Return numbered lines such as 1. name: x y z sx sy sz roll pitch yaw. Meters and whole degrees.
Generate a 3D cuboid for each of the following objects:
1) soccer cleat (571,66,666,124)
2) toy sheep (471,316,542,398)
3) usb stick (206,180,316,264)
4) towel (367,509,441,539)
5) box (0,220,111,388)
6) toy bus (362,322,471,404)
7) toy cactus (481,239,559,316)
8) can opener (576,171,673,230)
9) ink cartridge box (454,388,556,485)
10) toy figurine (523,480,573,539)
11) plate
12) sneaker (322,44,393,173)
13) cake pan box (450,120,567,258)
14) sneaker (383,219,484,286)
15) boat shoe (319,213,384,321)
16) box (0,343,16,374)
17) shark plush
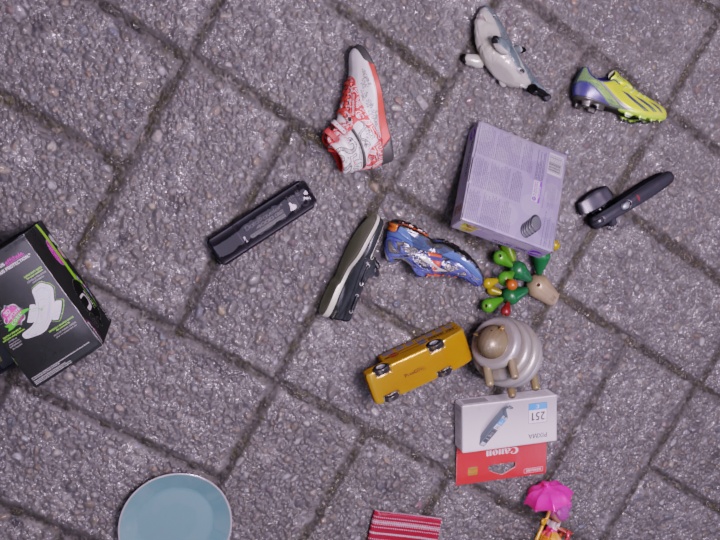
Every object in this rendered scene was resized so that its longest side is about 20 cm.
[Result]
1. soccer cleat: 0.478 -0.318 1.434 0.197 0.065 0.085 11 91 -17
2. toy sheep: 0.270 0.154 1.434 0.139 0.138 0.200 -55 141 1
3. usb stick: -0.167 -0.081 1.330 0.199 0.033 0.056 -34 100 -6
4. towel: 0.072 0.565 1.523 0.143 0.022 0.203 10 96 -14
5. box: -0.495 0.047 1.209 0.123 0.149 0.201 -31 107 -5
6. toy bus: 0.100 0.166 1.422 0.198 0.078 0.066 -23 107 -9
7. toy cactus: 0.311 0.009 1.447 0.164 0.102 0.201 35 82 -28
8. can opener: 0.503 -0.135 1.475 0.198 0.063 0.079 -25 105 -8
9. ink cartridge box: 0.280 0.328 1.519 0.197 0.045 0.179 -4 101 -13
10. toy figurine: 0.371 0.508 1.546 0.199 0.149 0.186 25 84 -39
11. plate: -0.328 0.449 1.396 0.197 0.026 0.203 -3 102 -15
12. sneaker: -0.017 -0.264 1.314 0.107 0.067 0.204 -18 107 -13
13. cake pan box: 0.263 -0.145 1.381 0.182 0.052 0.203 17 73 -16
14. sneaker: 0.128 -0.019 1.399 0.198 0.075 0.079 26 105 -2
15. boat shoe: 0.000 0.001 1.367 0.066 0.074 0.201 25 94 -20
16. box: -0.636 0.088 1.218 0.158 0.046 0.201 -29 106 6
17. shark plush: 0.272 -0.370 1.371 0.199 0.091 0.084 32 62 -13
